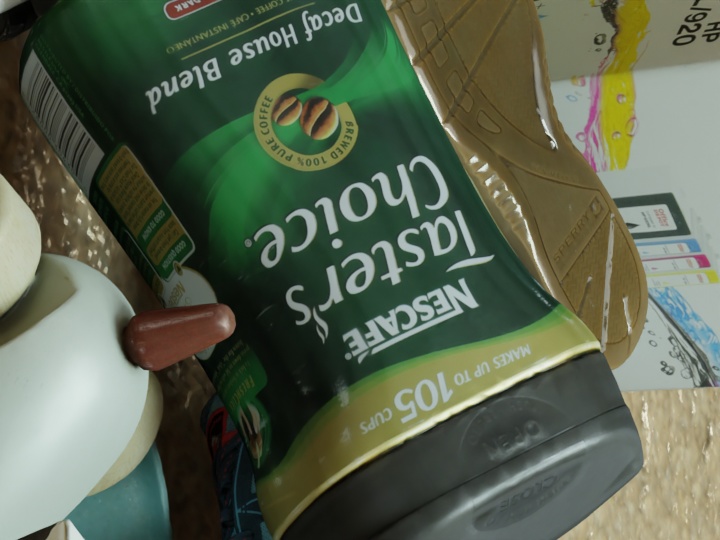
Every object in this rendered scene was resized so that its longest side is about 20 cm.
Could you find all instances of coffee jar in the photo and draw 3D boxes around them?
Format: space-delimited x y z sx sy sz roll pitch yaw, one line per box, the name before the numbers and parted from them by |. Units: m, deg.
coffee jar | -0.008 -0.002 0.709 0.104 0.085 0.200 -26 77 -25

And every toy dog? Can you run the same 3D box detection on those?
toy dog | -0.090 0.068 0.638 0.132 0.096 0.200 28 63 -54

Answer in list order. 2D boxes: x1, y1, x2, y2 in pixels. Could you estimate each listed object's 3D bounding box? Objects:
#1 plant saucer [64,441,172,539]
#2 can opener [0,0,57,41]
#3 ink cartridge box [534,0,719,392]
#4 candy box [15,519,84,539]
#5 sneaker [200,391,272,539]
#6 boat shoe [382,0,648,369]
plant saucer | -0.124 0.089 0.706 0.200 0.036 0.200 10 78 -58
can opener | -0.100 -0.101 0.755 0.200 0.053 0.066 -33 113 -56
ink cartridge box | 0.128 -0.050 0.984 0.147 0.200 0.145 -54 131 -48
candy box | -0.109 0.165 0.554 0.168 0.200 0.072 57 14 -37
sneaker | -0.023 0.084 0.814 0.200 0.096 0.079 -41 163 -54
boat shoe | 0.028 -0.048 0.857 0.072 0.072 0.200 -50 120 -39
